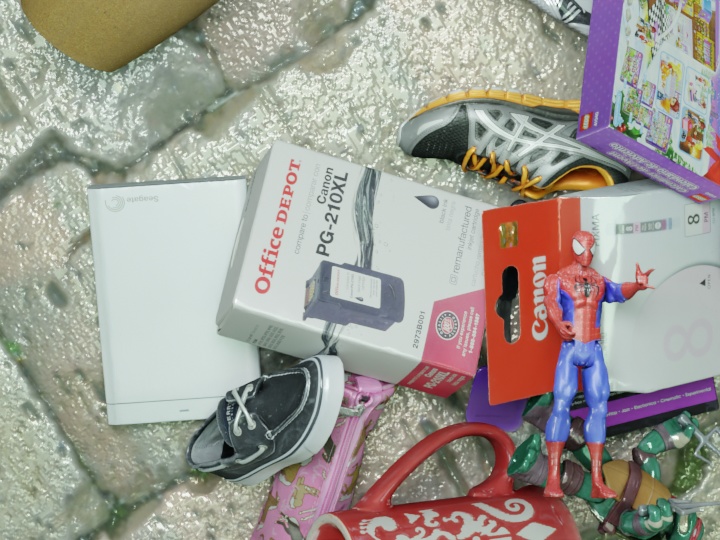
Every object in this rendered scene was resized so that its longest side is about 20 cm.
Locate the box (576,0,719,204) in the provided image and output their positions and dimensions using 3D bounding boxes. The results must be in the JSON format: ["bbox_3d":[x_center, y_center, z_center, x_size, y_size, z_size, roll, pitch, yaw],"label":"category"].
[{"bbox_3d":[0.236,-0.168,1.182,0.136,0.039,0.201,23,66,-31],"label":"box"}]

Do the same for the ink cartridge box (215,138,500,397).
[{"bbox_3d":[0.000,0.000,1.222,0.199,0.084,0.146,16,70,-9],"label":"ink cartridge box"}]

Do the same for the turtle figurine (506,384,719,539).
[{"bbox_3d":[0.220,0.171,1.242,0.199,0.150,0.101,27,117,-5],"label":"turtle figurine"}]

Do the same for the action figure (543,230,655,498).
[{"bbox_3d":[0.171,0.066,1.138,0.065,0.099,0.201,2,82,-9],"label":"action figure"}]

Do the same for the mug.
[{"bbox_3d":[0.058,0.227,1.256,0.199,0.178,0.134,0,147,-27],"label":"mug"}]

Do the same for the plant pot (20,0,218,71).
[{"bbox_3d":[-0.165,-0.255,1.166,0.186,0.187,0.200,38,111,-8],"label":"plant pot"}]

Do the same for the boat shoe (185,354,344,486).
[{"bbox_3d":[-0.081,0.118,1.229,0.067,0.200,0.072,13,62,-26],"label":"boat shoe"}]

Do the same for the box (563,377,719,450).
[{"bbox_3d":[0.213,0.037,1.288,0.142,0.036,0.201,-13,105,-4],"label":"box"}]

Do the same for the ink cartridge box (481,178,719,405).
[{"bbox_3d":[0.195,0.018,1.209,0.199,0.057,0.164,-12,106,-29],"label":"ink cartridge box"}]

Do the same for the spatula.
[{"bbox_3d":[0.123,0.040,1.298,0.056,0.021,0.201,2,97,-21],"label":"spatula"}]

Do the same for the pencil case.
[{"bbox_3d":[-0.034,0.168,1.283,0.082,0.086,0.201,23,103,22],"label":"pencil case"}]

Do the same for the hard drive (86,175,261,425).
[{"bbox_3d":[-0.153,0.025,1.285,0.131,0.027,0.201,-4,101,-2],"label":"hard drive"}]

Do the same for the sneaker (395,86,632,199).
[{"bbox_3d":[0.128,-0.097,1.234,0.199,0.078,0.078,2,73,-2],"label":"sneaker"}]

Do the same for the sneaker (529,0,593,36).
[{"bbox_3d":[0.155,-0.266,1.214,0.199,0.075,0.115,32,101,-4],"label":"sneaker"}]
